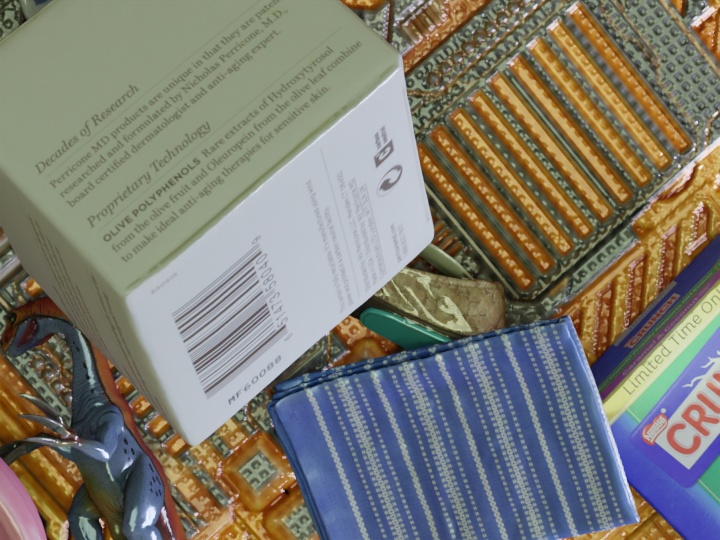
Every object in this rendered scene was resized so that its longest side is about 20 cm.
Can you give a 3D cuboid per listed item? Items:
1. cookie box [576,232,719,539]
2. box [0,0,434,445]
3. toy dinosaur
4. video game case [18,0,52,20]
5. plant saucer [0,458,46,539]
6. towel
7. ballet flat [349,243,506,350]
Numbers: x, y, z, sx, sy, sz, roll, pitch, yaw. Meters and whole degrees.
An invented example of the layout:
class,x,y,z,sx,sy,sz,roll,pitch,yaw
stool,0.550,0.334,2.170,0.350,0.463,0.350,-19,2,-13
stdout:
class,x,y,z,sx,sy,sz,roll,pitch,yaw
cookie box,0.252,0.098,1.472,0.200,0.075,0.171,44,92,-10
box,-0.089,-0.055,1.300,0.200,0.199,0.171,-41,65,-13
toy dinosaur,-0.162,0.110,1.438,0.199,0.104,0.183,8,81,-48
video game case,-0.141,-0.268,1.360,0.181,0.023,0.201,-20,102,-6
plant saucer,-0.259,0.163,1.387,0.199,0.051,0.202,11,118,23
towel,0.055,0.113,1.433,0.199,0.024,0.146,-15,108,18
ballet flat,0.000,0.000,1.439,0.199,0.070,0.066,23,68,-13
